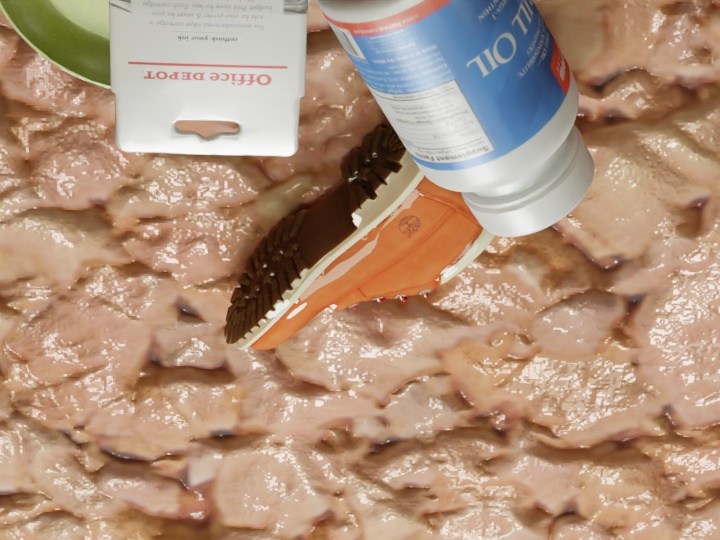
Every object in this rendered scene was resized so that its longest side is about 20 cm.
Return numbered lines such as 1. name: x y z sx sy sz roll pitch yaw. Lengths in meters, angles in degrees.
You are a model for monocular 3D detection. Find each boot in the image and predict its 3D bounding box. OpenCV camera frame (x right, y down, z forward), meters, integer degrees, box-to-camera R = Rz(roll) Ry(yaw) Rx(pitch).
1. boot: 0.000 0.000 1.587 0.107 0.075 0.200 33 120 -30

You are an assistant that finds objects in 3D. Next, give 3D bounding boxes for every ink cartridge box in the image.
1. ink cartridge box: -0.087 -0.167 1.412 0.115 0.067 0.201 2 128 -3

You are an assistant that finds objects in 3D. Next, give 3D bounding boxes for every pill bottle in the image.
1. pill bottle: 0.064 -0.119 1.464 0.112 0.113 0.200 -22 127 16

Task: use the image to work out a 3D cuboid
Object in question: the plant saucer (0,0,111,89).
1. plant saucer: -0.124 -0.195 1.451 0.198 0.031 0.201 -1 128 -1
